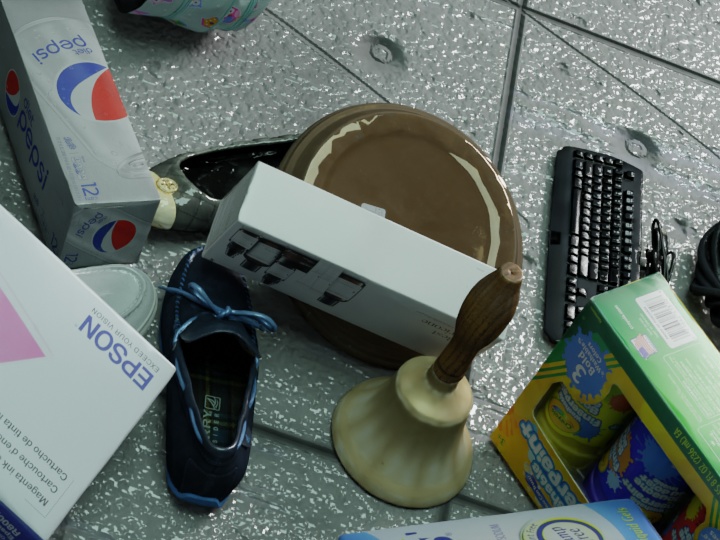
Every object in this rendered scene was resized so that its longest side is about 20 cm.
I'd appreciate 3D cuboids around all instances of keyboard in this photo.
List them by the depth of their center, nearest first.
[{"bbox_3d":[0.196,-0.018,1.614,0.103,0.040,0.201,16,50,-11],"label":"keyboard"}]

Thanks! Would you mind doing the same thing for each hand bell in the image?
[{"bbox_3d":[0.060,0.059,1.383,0.103,0.200,0.105,12,50,-14],"label":"hand bell"}]

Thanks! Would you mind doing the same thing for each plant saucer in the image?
[{"bbox_3d":[0.031,-0.028,1.514,0.199,0.029,0.202,7,71,-21],"label":"plant saucer"}]

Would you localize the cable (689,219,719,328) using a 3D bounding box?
[{"bbox_3d":[0.333,-0.004,1.583,0.051,0.163,0.200,48,6,-44],"label":"cable"}]

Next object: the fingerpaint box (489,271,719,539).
[{"bbox_3d":[0.194,0.134,1.405,0.073,0.167,0.201,-17,63,-36],"label":"fingerpaint box"}]

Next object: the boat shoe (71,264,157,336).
[{"bbox_3d":[-0.210,0.033,1.370,0.199,0.069,0.072,-18,63,-34],"label":"boat shoe"}]

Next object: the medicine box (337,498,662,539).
[{"bbox_3d":[0.099,0.233,1.255,0.198,0.104,0.182,-5,25,-13],"label":"medicine box"}]

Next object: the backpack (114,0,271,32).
[{"bbox_3d":[-0.127,-0.280,1.604,0.126,0.167,0.201,8,57,-24],"label":"backpack"}]

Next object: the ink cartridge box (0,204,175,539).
[{"bbox_3d":[-0.240,0.069,1.281,0.196,0.043,0.200,43,58,-14],"label":"ink cartridge box"}]

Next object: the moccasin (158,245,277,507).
[{"bbox_3d":[-0.089,0.060,1.403,0.080,0.068,0.201,7,50,-19],"label":"moccasin"}]

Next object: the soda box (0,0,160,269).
[{"bbox_3d":[-0.202,-0.098,1.470,0.063,0.068,0.201,-4,51,-27],"label":"soda box"}]

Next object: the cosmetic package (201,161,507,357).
[{"bbox_3d":[0.000,0.000,1.430,0.199,0.083,0.051,24,68,-13],"label":"cosmetic package"}]

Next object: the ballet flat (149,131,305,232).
[{"bbox_3d":[-0.081,-0.074,1.521,0.199,0.057,0.067,-17,61,-33],"label":"ballet flat"}]
